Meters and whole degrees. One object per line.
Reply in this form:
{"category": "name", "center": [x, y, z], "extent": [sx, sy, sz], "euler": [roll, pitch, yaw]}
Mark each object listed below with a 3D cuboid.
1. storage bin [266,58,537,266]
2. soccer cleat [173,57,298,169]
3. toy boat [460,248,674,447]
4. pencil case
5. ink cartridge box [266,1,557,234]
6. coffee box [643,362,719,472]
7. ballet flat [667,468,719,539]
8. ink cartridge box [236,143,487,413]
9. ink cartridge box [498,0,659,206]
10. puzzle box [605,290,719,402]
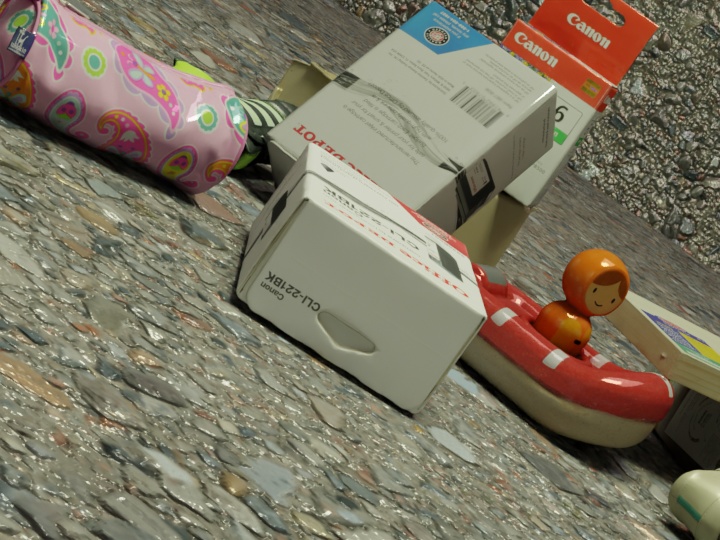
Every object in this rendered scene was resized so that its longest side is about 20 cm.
{"category": "storage bin", "center": [0.029, -0.093, 1.633], "extent": [0.200, 0.094, 0.199], "euler": [19, 19, -50]}
{"category": "soccer cleat", "center": [-0.098, -0.112, 1.457], "extent": [0.200, 0.067, 0.081], "euler": [18, 37, -51]}
{"category": "toy boat", "center": [0.160, 0.043, 1.349], "extent": [0.200, 0.131, 0.130], "euler": [39, 13, 23]}
{"category": "pencil case", "center": [-0.173, -0.126, 1.224], "extent": [0.200, 0.088, 0.087], "euler": [27, 14, -37]}
{"category": "ink cartridge box", "center": [0.042, -0.107, 1.447], "extent": [0.145, 0.200, 0.084], "euler": [40, -23, 26]}
{"category": "coffee box", "center": [0.326, 0.143, 1.534], "extent": [0.114, 0.080, 0.200], "euler": [30, 12, -17]}
{"category": "ballet flat", "center": [0.285, 0.175, 1.344], "extent": [0.069, 0.070, 0.200], "euler": [40, 13, 25]}
{"category": "ink cartridge box", "center": [0.000, 0.000, 1.196], "extent": [0.144, 0.084, 0.200], "euler": [34, 12, -8]}
{"category": "ink cartridge box", "center": [0.170, -0.169, 1.597], "extent": [0.109, 0.200, 0.050], "euler": [37, 12, 11]}
{"category": "puzzle box", "center": [0.296, 0.081, 1.448], "extent": [0.200, 0.025, 0.133], "euler": [25, 14, -29]}
